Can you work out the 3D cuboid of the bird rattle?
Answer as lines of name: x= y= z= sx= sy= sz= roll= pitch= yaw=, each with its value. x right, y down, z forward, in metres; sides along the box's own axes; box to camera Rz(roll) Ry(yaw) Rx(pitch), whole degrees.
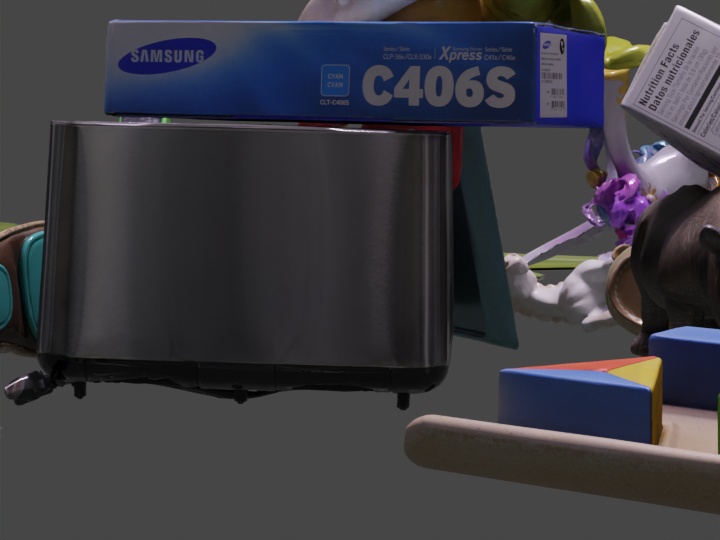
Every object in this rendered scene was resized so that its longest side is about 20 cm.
bird rattle: x=0.034 y=-0.121 z=1.074 sx=0.199 sy=0.113 sz=0.163 roll=-25 pitch=-22 yaw=32

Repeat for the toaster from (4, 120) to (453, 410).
toaster: x=-0.048 y=-0.006 z=0.980 sx=0.180 sy=0.120 sz=0.200 roll=1 pitch=4 yaw=4

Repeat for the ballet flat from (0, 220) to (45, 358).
ballet flat: x=-0.182 y=0.011 z=1.059 sx=0.065 sy=0.071 sz=0.200 roll=-1 pitch=0 yaw=31

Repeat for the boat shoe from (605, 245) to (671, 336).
boat shoe: x=0.215 y=0.018 z=1.136 sx=0.199 sy=0.073 sz=0.065 roll=10 pitch=6 yaw=27

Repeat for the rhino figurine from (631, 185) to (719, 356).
rhino figurine: x=0.166 y=0.005 z=1.022 sx=0.059 sy=0.088 sz=0.200 roll=1 pitch=3 yaw=-4

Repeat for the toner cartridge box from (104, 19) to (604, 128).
toner cartridge box: x=-0.002 y=-0.085 z=0.955 sx=0.199 sy=0.043 sz=0.095 roll=3 pitch=2 yaw=23

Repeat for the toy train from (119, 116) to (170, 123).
toy train: x=-0.125 y=-0.030 z=1.233 sx=0.041 sy=0.057 sz=0.200 roll=-4 pitch=31 yaw=2

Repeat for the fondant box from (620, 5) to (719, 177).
fondant box: x=0.237 y=-0.043 z=1.041 sx=0.199 sy=0.058 sz=0.144 roll=32 pitch=5 yaw=25

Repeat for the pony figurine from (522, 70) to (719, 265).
pony figurine: x=0.194 y=-0.050 z=1.525 sx=0.192 sy=0.201 sz=0.166 roll=-18 pitch=20 yaw=-30

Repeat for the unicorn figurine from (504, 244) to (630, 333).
unicorn figurine: x=0.161 y=0.002 z=1.338 sx=0.199 sy=0.074 sz=0.137 roll=-2 pitch=-6 yaw=-10

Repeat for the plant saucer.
plant saucer: x=0.049 y=-0.055 z=1.211 sx=0.019 sy=0.201 sz=0.070 roll=-14 pitch=9 yaw=-20

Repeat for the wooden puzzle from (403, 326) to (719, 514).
wooden puzzle: x=0.143 y=0.049 z=0.758 sx=0.184 sy=0.047 sz=0.199 roll=4 pitch=4 yaw=40
